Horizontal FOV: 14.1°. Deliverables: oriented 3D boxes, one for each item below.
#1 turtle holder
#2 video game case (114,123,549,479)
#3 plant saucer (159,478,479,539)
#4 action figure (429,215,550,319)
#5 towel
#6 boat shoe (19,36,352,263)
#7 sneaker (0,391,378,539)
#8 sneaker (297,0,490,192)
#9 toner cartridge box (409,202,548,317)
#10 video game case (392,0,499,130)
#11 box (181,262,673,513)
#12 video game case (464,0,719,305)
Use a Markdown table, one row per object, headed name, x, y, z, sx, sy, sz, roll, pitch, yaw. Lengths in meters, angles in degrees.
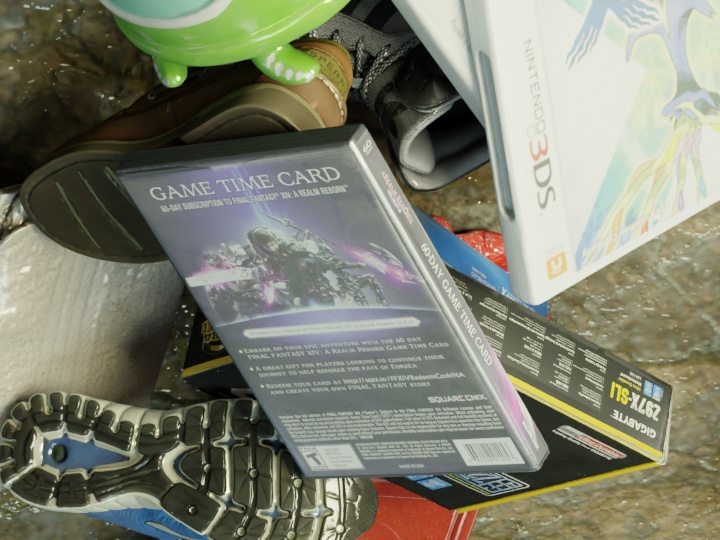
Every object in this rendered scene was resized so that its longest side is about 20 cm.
| name | x | y | z | sx | sy | sz | roll | pitch | yaw |
| --- | --- | --- | --- | --- | --- | --- | --- | --- | --- |
| turtle holder | -0.076 | -0.176 | 1.323 | 0.141 | 0.185 | 0.132 | -43 | 132 | -5 |
| video game case | -0.013 | 0.020 | 1.366 | 0.143 | 0.019 | 0.200 | -5 | 127 | 38 |
| plant saucer | -0.026 | 0.182 | 1.672 | 0.199 | 0.037 | 0.200 | 6 | 114 | -30 |
| action figure | 0.079 | 0.036 | 1.608 | 0.065 | 0.052 | 0.200 | -17 | 133 | 21 |
| towel | -0.154 | 0.034 | 1.534 | 0.132 | 0.034 | 0.200 | -11 | 132 | -36 |
| boat shoe | -0.079 | -0.058 | 1.399 | 0.200 | 0.068 | 0.072 | -14 | 125 | 41 |
| sneaker | -0.083 | 0.104 | 1.514 | 0.200 | 0.079 | 0.089 | 10 | 173 | 18 |
| sneaker | 0.000 | -0.101 | 1.406 | 0.200 | 0.114 | 0.076 | 3 | 136 | -5 |
| toner cartridge box | 0.000 | 0.000 | 1.484 | 0.095 | 0.043 | 0.200 | -12 | 147 | 37 |
| video game case | 0.111 | -0.143 | 1.353 | 0.182 | 0.024 | 0.200 | -49 | 131 | -11 |
| box | 0.034 | 0.058 | 1.487 | 0.200 | 0.049 | 0.160 | 28 | 152 | -34 |
| video game case | 0.139 | -0.103 | 1.363 | 0.200 | 0.022 | 0.183 | -29 | 126 | -27 |
